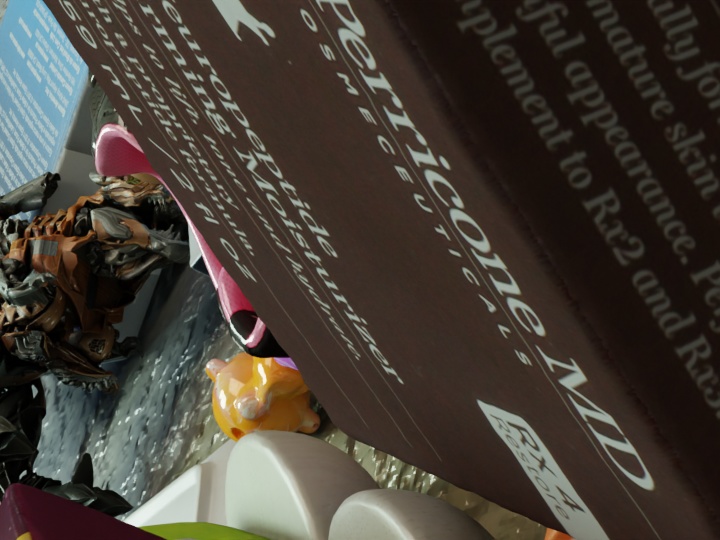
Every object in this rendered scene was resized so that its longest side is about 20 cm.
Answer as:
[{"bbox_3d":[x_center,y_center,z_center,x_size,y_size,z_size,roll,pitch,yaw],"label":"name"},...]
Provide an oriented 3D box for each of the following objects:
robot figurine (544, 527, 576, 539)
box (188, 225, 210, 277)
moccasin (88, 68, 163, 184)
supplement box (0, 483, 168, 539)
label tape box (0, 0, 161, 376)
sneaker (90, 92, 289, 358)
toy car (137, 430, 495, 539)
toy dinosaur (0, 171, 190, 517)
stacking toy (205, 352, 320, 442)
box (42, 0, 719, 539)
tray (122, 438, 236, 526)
[{"bbox_3d":[0.088,0.109,0.580,0.116,0.144,0.201,-11,51,30],"label":"robot figurine"},{"bbox_3d":[0.004,-0.103,0.957,0.200,0.038,0.137,-48,30,31],"label":"box"},{"bbox_3d":[-0.039,-0.108,0.913,0.074,0.078,0.202,-41,25,41],"label":"moccasin"},{"bbox_3d":[-0.069,0.170,0.591,0.200,0.103,0.131,-63,18,6],"label":"supplement box"},{"bbox_3d":[-0.130,-0.026,1.151,0.201,0.066,0.143,-71,24,15],"label":"label tape box"},{"bbox_3d":[0.000,0.000,0.738,0.079,0.200,0.096,-17,34,47],"label":"sneaker"},{"bbox_3d":[-0.050,0.141,0.793,0.200,0.174,0.151,19,120,63],"label":"toy car"},{"bbox_3d":[-0.146,0.037,1.049,0.200,0.102,0.136,-41,50,34],"label":"toy dinosaur"},{"bbox_3d":[-0.004,-0.004,0.890,0.200,0.116,0.110,-61,1,45],"label":"stacking toy"},{"bbox_3d":[0.055,-0.057,0.555,0.164,0.166,0.200,-39,22,-14],"label":"box"},{"bbox_3d":[-0.073,0.152,0.942,0.107,0.022,0.201,-40,35,42],"label":"tray"}]
